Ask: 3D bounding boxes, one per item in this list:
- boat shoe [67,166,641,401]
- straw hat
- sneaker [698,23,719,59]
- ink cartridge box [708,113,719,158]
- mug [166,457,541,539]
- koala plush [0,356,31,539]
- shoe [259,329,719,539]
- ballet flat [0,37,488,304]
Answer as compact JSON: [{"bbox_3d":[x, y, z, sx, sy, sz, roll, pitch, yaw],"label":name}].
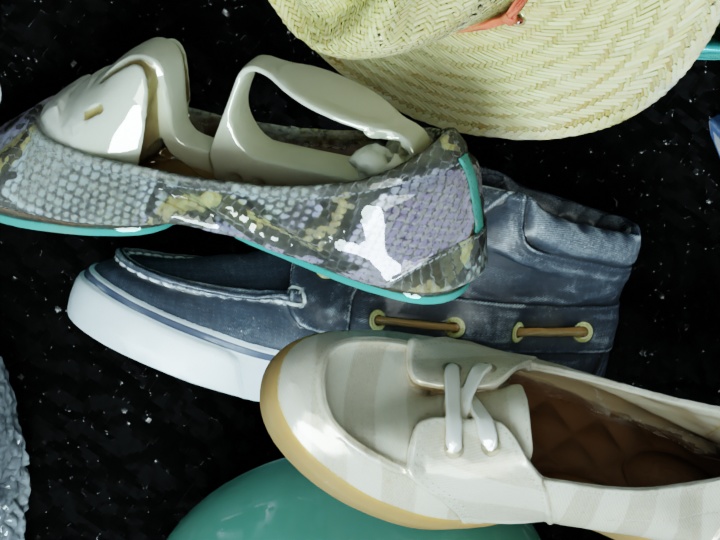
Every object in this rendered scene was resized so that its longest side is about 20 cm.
[{"bbox_3d":[0.000,0.000,0.768,0.199,0.071,0.092,13,103,-16],"label":"boat shoe"},{"bbox_3d":[0.013,-0.109,0.670,0.200,0.085,0.203,19,126,29],"label":"straw hat"},{"bbox_3d":[0.151,-0.097,0.736,0.198,0.080,0.078,-3,133,2],"label":"sneaker"},{"bbox_3d":[0.237,-0.040,0.738,0.198,0.137,0.077,-21,112,1],"label":"ink cartridge box"},{"bbox_3d":[0.008,0.140,0.772,0.152,0.115,0.185,-33,135,28],"label":"mug"},{"bbox_3d":[-0.189,0.099,0.706,0.176,0.200,0.185,10,104,-7],"label":"koala plush"},{"bbox_3d":[0.061,0.053,0.719,0.199,0.070,0.053,15,141,-27],"label":"shoe"},{"bbox_3d":[-0.050,-0.043,0.722,0.199,0.072,0.073,11,106,20],"label":"ballet flat"}]
